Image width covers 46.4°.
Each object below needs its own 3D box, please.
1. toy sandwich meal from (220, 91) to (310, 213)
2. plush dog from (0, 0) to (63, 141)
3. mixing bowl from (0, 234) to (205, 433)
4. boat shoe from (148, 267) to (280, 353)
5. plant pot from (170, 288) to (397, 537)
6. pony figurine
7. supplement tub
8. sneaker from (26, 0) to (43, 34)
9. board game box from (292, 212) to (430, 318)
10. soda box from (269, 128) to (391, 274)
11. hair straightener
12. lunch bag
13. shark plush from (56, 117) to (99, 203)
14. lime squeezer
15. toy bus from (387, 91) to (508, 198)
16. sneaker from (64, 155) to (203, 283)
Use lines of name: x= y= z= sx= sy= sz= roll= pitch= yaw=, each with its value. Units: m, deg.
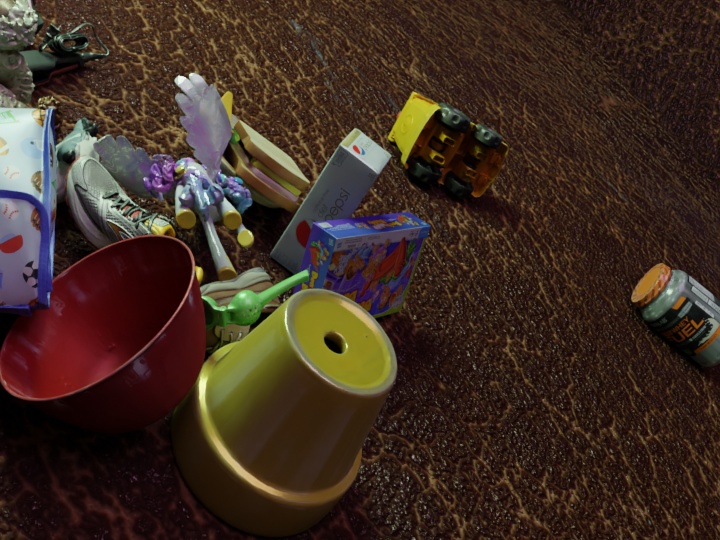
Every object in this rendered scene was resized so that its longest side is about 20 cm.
toy sandwich meal: x=-0.148 y=-0.168 z=1.177 sx=0.205 sy=0.070 sz=0.206 roll=43 pitch=17 yaw=-16
plush dog: x=-0.420 y=-0.177 z=0.920 sx=0.196 sy=0.161 sz=0.174 roll=-22 pitch=73 yaw=-9
mixing bowl: x=-0.220 y=0.074 z=0.782 sx=0.202 sy=0.196 sz=0.110 roll=-92 pitch=161 yaw=-50
boat shoe: x=-0.154 y=0.057 z=0.943 sx=0.072 sy=0.076 sz=0.199 roll=51 pitch=39 yaw=9
plant pot: x=-0.064 y=0.128 z=0.840 sx=0.198 sy=0.190 sz=0.203 roll=25 pitch=35 yaw=-18
pony figurine: x=-0.203 y=-0.105 z=1.015 sx=0.194 sy=0.165 sz=0.201 roll=60 pitch=-1 yaw=-43
supplement tub: x=0.642 y=0.085 z=1.655 sx=0.199 sy=0.123 sz=0.123 roll=38 pitch=32 yaw=-1
sneaker: x=-0.495 y=-0.391 z=1.159 sx=0.086 sy=0.080 sz=0.203 roll=13 pitch=47 yaw=-52
board game box: x=0.000 y=0.000 z=1.102 sx=0.044 sy=0.137 sz=0.198 roll=32 pitch=26 yaw=31
soda box: x=-0.041 y=-0.084 z=1.105 sx=0.063 sy=0.201 sz=0.068 roll=36 pitch=32 yaw=-2
hair straightener: x=-0.398 y=-0.286 z=1.109 sx=0.041 sy=0.077 sz=0.200 roll=40 pitch=32 yaw=7
lunch bag: x=-0.370 y=-0.053 z=0.784 sx=0.166 sy=0.124 sz=0.204 roll=1 pitch=60 yaw=-16
shark plush: x=-0.356 y=-0.143 z=0.994 sx=0.081 sy=0.092 sz=0.203 roll=0 pitch=46 yaw=-1
lime squeezer: x=-0.145 y=0.029 z=0.861 sx=0.195 sy=0.038 sz=0.071 roll=-8 pitch=46 yaw=-11
toy bus: x=0.151 y=-0.247 z=1.582 sx=0.197 sy=0.137 sz=0.193 roll=19 pitch=21 yaw=-31
sneaker: x=-0.246 y=-0.046 z=0.932 sx=0.201 sy=0.082 sz=0.078 roll=52 pitch=31 yaw=-7
